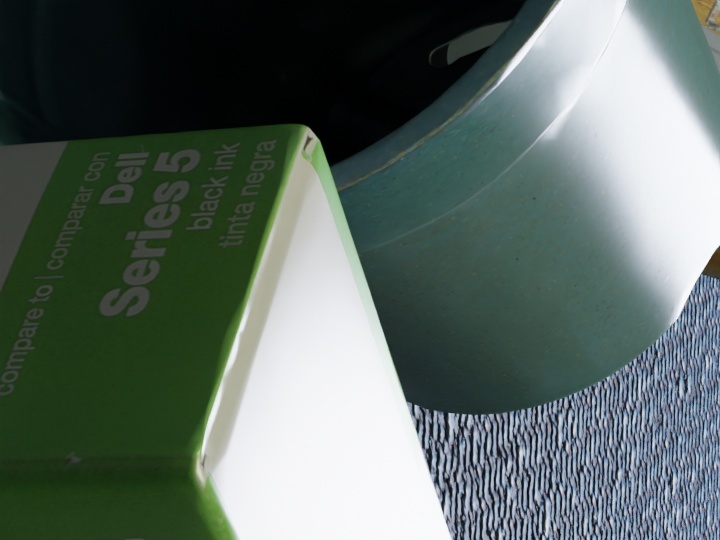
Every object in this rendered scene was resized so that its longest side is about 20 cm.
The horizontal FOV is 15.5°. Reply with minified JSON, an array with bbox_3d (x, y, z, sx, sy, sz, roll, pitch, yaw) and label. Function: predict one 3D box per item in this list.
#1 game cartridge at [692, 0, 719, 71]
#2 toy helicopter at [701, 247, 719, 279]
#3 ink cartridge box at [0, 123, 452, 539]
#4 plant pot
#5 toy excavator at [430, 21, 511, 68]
[{"bbox_3d":[0.129,-0.106,1.007,0.133,0.042,0.200,20,43,-31],"label":"game cartridge"},{"bbox_3d":[0.113,-0.033,1.043,0.079,0.199,0.133,-29,137,-67],"label":"toy helicopter"},{"bbox_3d":[-0.092,0.058,0.483,0.084,0.199,0.146,-74,154,-44],"label":"ink cartridge box"},{"bbox_3d":[0.008,-0.062,0.738,0.196,0.200,0.201,46,46,-56],"label":"plant pot"},{"bbox_3d":[0.000,0.000,0.896,0.195,0.200,0.100,48,-9,39],"label":"toy excavator"}]
